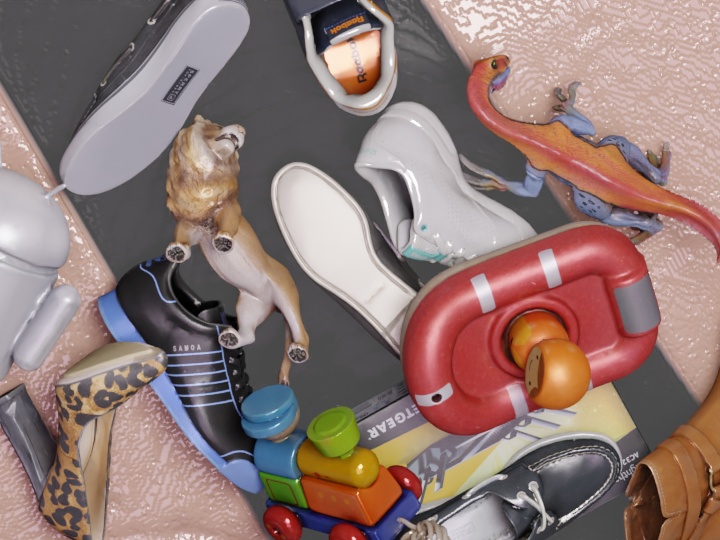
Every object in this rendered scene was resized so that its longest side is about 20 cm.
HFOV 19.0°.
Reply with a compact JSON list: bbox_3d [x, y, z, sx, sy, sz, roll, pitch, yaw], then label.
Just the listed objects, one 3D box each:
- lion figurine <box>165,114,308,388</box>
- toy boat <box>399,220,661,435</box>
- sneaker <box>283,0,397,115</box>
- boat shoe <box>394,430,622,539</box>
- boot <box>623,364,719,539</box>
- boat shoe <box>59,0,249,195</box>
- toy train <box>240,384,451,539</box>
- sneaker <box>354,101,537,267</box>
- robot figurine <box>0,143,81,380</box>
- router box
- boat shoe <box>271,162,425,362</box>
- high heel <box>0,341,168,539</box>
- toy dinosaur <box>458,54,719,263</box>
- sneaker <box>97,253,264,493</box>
[{"bbox_3d":[-0.093,-0.013,1.639,0.072,0.123,0.200,-17,118,12],"label":"lion figurine"},{"bbox_3d":[0.130,0.057,1.577,0.200,0.131,0.131,-21,118,-1],"label":"toy boat"},{"bbox_3d":[-0.022,-0.210,1.606,0.078,0.079,0.200,-25,100,2],"label":"sneaker"},{"bbox_3d":[0.113,0.189,1.647,0.200,0.060,0.076,-30,102,3],"label":"boat shoe"},{"bbox_3d":[0.270,0.126,1.658,0.155,0.074,0.200,-14,107,-35],"label":"boot"},{"bbox_3d":[-0.160,-0.142,1.621,0.200,0.057,0.069,-47,141,16],"label":"boat shoe"},{"bbox_3d":[0.000,0.150,1.590,0.085,0.200,0.116,-45,127,-32],"label":"toy train"},{"bbox_3d":[0.065,-0.027,1.629,0.200,0.089,0.075,48,138,-12],"label":"sneaker"},{"bbox_3d":[-0.291,0.007,1.612,0.169,0.113,0.200,29,98,10],"label":"robot figurine"},{"bbox_3d":[0.111,0.136,1.694,0.200,0.052,0.157,-30,102,3],"label":"router box"},{"bbox_3d":[0.000,0.000,1.665,0.067,0.057,0.200,-41,95,-1],"label":"boat shoe"},{"bbox_3d":[-0.185,0.134,1.632,0.200,0.071,0.143,-22,100,41],"label":"high heel"},{"bbox_3d":[0.165,-0.096,1.610,0.181,0.200,0.105,27,82,-39],"label":"toy dinosaur"},{"bbox_3d":[-0.115,0.078,1.660,0.078,0.070,0.200,-36,100,11],"label":"sneaker"}]
